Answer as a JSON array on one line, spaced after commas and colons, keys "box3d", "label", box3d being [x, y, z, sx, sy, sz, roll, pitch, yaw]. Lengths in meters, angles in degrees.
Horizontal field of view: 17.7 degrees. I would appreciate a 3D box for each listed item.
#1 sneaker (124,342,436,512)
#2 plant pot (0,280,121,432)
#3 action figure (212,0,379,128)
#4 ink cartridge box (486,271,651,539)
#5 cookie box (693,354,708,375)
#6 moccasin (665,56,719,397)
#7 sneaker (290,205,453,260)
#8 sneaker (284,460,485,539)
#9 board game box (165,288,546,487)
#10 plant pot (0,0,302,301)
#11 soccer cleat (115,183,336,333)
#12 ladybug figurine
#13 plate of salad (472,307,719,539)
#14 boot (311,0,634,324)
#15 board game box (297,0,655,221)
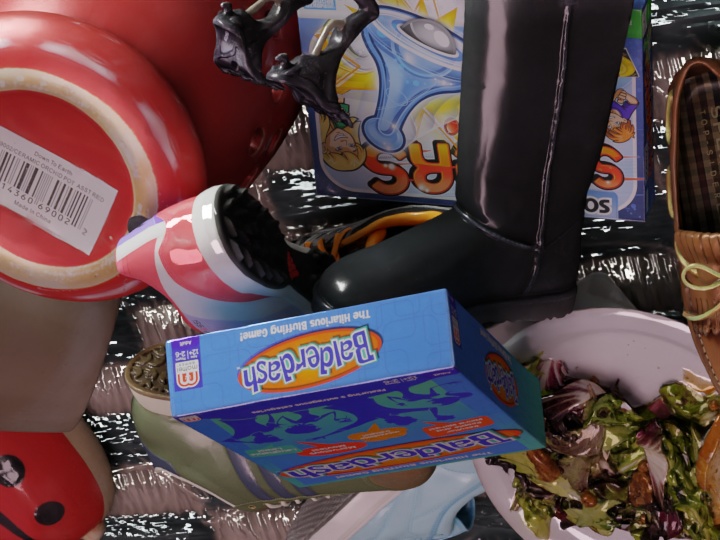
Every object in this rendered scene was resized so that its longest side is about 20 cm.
[{"box3d": [-0.047, 0.109, 1.403, 0.199, 0.067, 0.090, 14, 132, 15], "label": "sneaker"}, {"box3d": [-0.244, 0.019, 1.431, 0.173, 0.200, 0.200, 17, 128, -14], "label": "plant pot"}, {"box3d": [-0.003, -0.184, 1.242, 0.119, 0.102, 0.201, 23, 85, 30], "label": "action figure"}, {"box3d": [0.157, 0.109, 1.402, 0.116, 0.068, 0.200, -30, 108, 33], "label": "ink cartridge box"}, {"box3d": [0.321, 0.046, 1.297, 0.200, 0.075, 0.171, -35, 104, 33], "label": "cookie box"}, {"box3d": [0.203, -0.016, 1.240, 0.073, 0.078, 0.202, -6, 84, 17], "label": "moccasin"}, {"box3d": [0.000, 0.000, 1.364, 0.199, 0.077, 0.079, -16, 72, 26], "label": "sneaker"}, {"box3d": [0.027, 0.154, 1.477, 0.082, 0.074, 0.200, 39, 131, -13], "label": "sneaker"}, {"box3d": [0.003, 0.068, 1.235, 0.151, 0.045, 0.200, -11, 162, 16], "label": "board game box"}, {"box3d": [-0.146, -0.098, 1.307, 0.199, 0.183, 0.201, 8, 122, 13], "label": "plant pot"}, {"box3d": [-0.058, 0.016, 1.268, 0.073, 0.068, 0.200, -17, 150, 20], "label": "soccer cleat"}, {"box3d": [-0.255, 0.123, 1.557, 0.200, 0.072, 0.136, 37, 126, -6], "label": "ladybug figurine"}, {"box3d": [0.154, 0.112, 1.330, 0.199, 0.048, 0.201, 11, 125, 16], "label": "plate of salad"}, {"box3d": [0.059, -0.069, 1.225, 0.066, 0.164, 0.201, 43, 132, 47], "label": "boot"}, {"box3d": [0.067, -0.101, 1.317, 0.199, 0.034, 0.136, 5, 123, 17], "label": "board game box"}]
